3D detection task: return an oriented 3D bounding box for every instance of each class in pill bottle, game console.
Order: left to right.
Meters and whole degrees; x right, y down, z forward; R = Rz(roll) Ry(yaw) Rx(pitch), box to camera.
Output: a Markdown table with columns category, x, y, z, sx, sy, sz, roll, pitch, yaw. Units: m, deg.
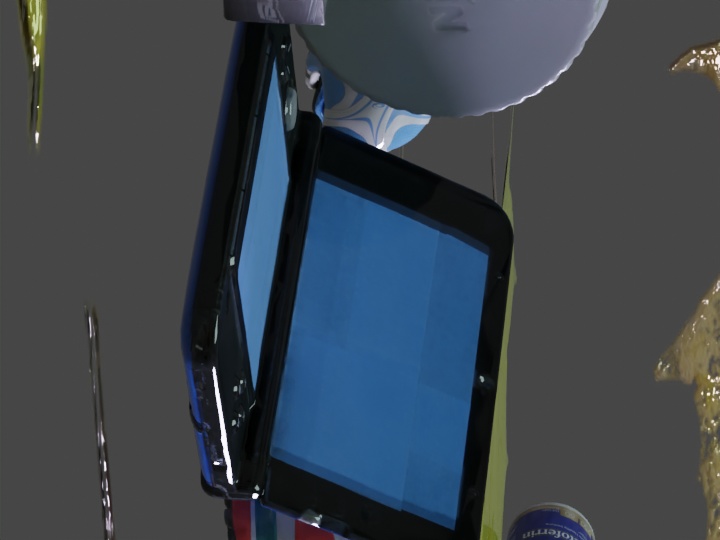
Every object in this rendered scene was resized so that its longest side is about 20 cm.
| category | x | y | z | sx | sy | sz | roll | pitch | yaw |
| --- | --- | --- | --- | --- | --- | --- | --- | --- | --- |
| game console | 0.000 | 0.000 | 1.228 | 0.171 | 0.117 | 0.201 | 86 | 10 | -54 |
| pill bottle | 0.234 | 0.389 | 3.655 | 0.200 | 0.115 | 0.117 | -75 | 168 | -62 |

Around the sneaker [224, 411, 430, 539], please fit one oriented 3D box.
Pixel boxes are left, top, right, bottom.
| category | x | y | z | sx | sy | sz | roll | pitch | yaw |
| --- | --- | --- | --- | --- | --- | --- | --- | --- | --- |
| sneaker | -0.006 | 0.047 | 1.312 | 0.070 | 0.093 | 0.201 | 81 | 15 | -66 |

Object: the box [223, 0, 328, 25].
| category | x | y | z | sx | sy | sz | roll | pitch | yaw |
| --- | --- | --- | --- | --- | --- | --- | --- | --- | --- |
| box | -0.025 | -0.226 | 1.173 | 0.162 | 0.049 | 0.201 | 84 | 12 | -50 |

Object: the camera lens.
| category | x | y | z | sx | sy | sz | roll | pitch | yaw |
| --- | --- | --- | --- | --- | --- | --- | --- | --- | --- |
| camera lens | 0.047 | -0.186 | 1.348 | 0.201 | 0.159 | 0.161 | -78 | 170 | -53 |

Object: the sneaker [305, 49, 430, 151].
| category | x | y | z | sx | sy | sz | roll | pitch | yaw |
| --- | --- | --- | --- | --- | --- | --- | --- | --- | --- |
| sneaker | 0.001 | -0.110 | 1.472 | 0.073 | 0.072 | 0.200 | -48 | -167 | 15 |
